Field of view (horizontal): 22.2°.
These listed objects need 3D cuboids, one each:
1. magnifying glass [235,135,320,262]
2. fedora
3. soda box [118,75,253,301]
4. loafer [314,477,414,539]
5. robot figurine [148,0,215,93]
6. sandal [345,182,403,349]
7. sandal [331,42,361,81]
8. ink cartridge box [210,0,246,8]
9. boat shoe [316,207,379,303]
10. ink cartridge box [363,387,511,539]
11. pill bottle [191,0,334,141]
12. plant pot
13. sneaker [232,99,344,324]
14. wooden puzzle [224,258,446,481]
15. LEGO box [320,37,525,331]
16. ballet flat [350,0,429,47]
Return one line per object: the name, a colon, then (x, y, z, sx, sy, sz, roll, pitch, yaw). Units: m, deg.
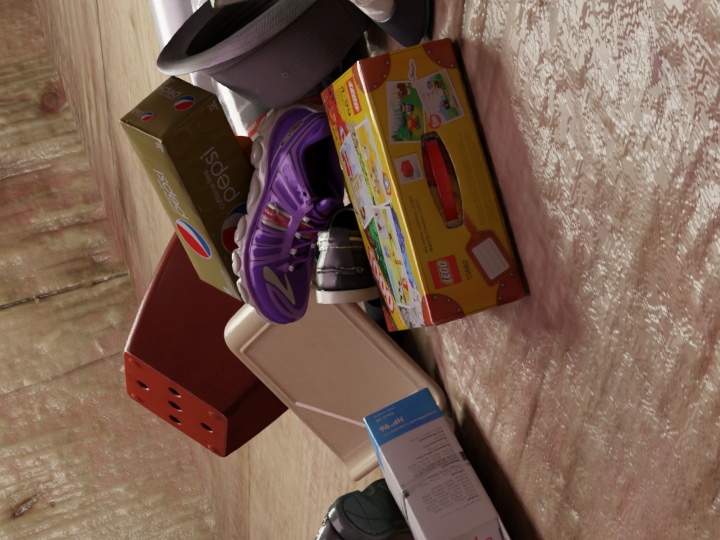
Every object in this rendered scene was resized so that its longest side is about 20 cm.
magnifying glass: (-0.072, -0.044, 1.675, 0.079, 0.022, 0.200, 14, 143, 38)
fedora: (-0.068, -0.198, 1.552, 0.090, 0.200, 0.177, 51, -142, -21)
soda box: (-0.135, -0.071, 1.615, 0.064, 0.068, 0.200, 26, 151, 42)
loafer: (0.014, 0.236, 1.683, 0.072, 0.063, 0.200, 49, -161, 22)
robot figurine: (-0.165, -0.285, 1.932, 0.170, 0.112, 0.201, -125, 21, -76)
sandal: (0.000, 0.001, 1.724, 0.075, 0.048, 0.201, -131, 27, -63)
sandal: (-0.052, -0.259, 1.642, 0.076, 0.043, 0.201, 101, 150, -63)
ink cartridge box: (-0.075, -0.323, 1.434, 0.084, 0.146, 0.201, 112, 140, -68)
boat shoe: (0.003, -0.023, 1.556, 0.200, 0.072, 0.068, -48, -51, -75)
ink cartridge box: (0.077, 0.215, 1.578, 0.116, 0.068, 0.200, 70, 173, -46)
pill bottle: (-0.085, -0.192, 1.705, 0.114, 0.113, 0.201, 99, 151, -62)
plant pot: (-0.151, 0.082, 1.989, 0.200, 0.176, 0.200, 32, 156, 9)
sneaker: (-0.056, -0.045, 1.588, 0.083, 0.080, 0.201, 21, 113, 39)
wooden puzzle: (-0.024, 0.087, 1.719, 0.200, 0.037, 0.185, 49, 140, 1)
LEGO box: (0.045, -0.061, 1.401, 0.149, 0.077, 0.201, 160, 93, -77)
ballet flat: (0.008, -0.241, 1.343, 0.073, 0.073, 0.200, -119, 18, -44)
